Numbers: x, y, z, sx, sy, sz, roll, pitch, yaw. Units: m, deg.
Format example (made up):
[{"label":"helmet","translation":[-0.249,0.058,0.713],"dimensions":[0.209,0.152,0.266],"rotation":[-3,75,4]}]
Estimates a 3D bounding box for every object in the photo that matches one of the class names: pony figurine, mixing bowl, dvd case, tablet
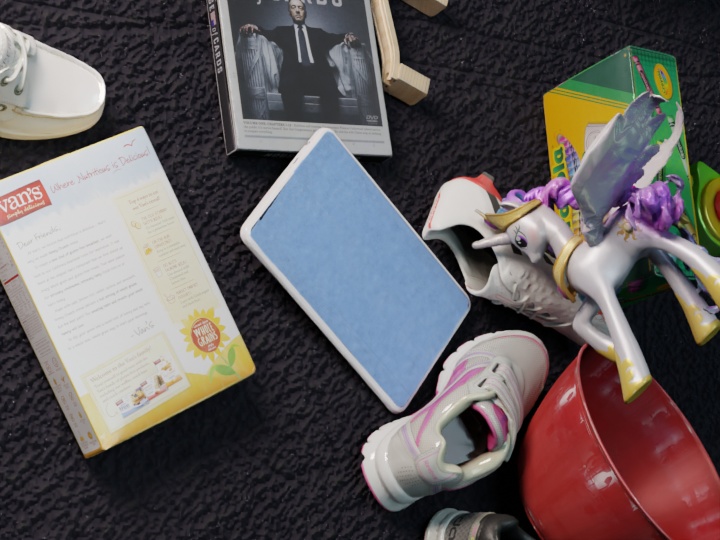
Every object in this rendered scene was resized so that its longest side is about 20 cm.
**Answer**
[{"label":"pony figurine","translation":[0.204,-0.029,1.308],"dimensions":[0.200,0.193,0.166],"rotation":[49,14,19]},{"label":"mixing bowl","translation":[0.195,0.169,1.345],"dimensions":[0.200,0.108,0.201],"rotation":[41,27,-26]},{"label":"dvd case","translation":[-0.053,-0.187,1.363],"dimensions":[0.149,0.025,0.202],"rotation":[0,77,-34]},{"label":"tablet","translation":[0.000,0.000,1.334],"dimensions":[0.200,0.014,0.130],"rotation":[50,55,-20]}]

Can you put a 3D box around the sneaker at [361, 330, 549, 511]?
[{"label":"sneaker","translation":[0.094,0.115,1.321],"dimensions":[0.200,0.088,0.082],"rotation":[-43,109,-35]}]

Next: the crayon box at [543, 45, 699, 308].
[{"label":"crayon box","translation":[0.223,-0.075,1.455],"dimensions":[0.058,0.118,0.202],"rotation":[5,72,-32]}]

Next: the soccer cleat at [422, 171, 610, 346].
[{"label":"soccer cleat","translation":[0.132,0.007,1.399],"dimensions":[0.200,0.069,0.085],"rotation":[45,50,-9]}]

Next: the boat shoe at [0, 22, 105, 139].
[{"label":"boat shoe","translation":[-0.261,-0.141,1.179],"dimensions":[0.198,0.069,0.072],"rotation":[9,69,-32]}]

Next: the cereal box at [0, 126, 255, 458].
[{"label":"cereal box","translation":[-0.176,0.012,1.207],"dimensions":[0.143,0.039,0.202],"rotation":[-25,89,-37]}]

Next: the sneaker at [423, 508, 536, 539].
[{"label":"sneaker","translation":[0.131,0.264,1.305],"dimensions":[0.074,0.087,0.201],"rotation":[-40,99,-36]}]

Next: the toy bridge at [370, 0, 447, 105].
[{"label":"toy bridge","translation":[0.043,-0.242,1.443],"dimensions":[0.067,0.027,0.202],"rotation":[25,62,-24]}]

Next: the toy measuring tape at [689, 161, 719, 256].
[{"label":"toy measuring tape","translation":[0.354,-0.030,1.561],"dimensions":[0.199,0.073,0.074],"rotation":[32,60,-22]}]
